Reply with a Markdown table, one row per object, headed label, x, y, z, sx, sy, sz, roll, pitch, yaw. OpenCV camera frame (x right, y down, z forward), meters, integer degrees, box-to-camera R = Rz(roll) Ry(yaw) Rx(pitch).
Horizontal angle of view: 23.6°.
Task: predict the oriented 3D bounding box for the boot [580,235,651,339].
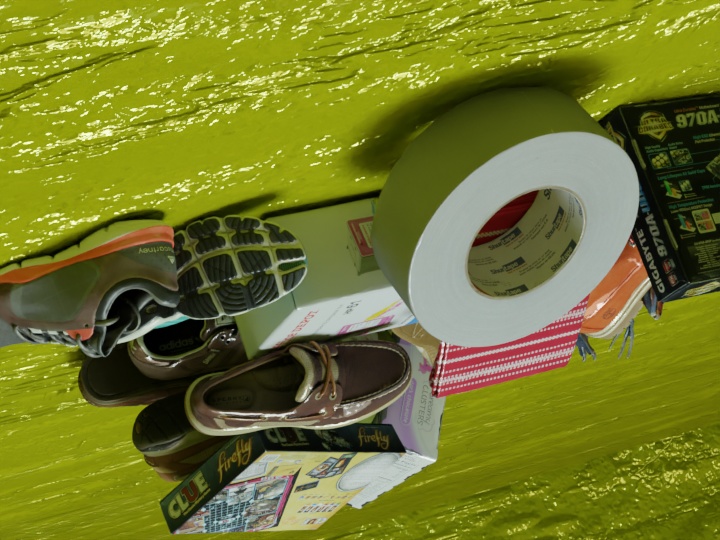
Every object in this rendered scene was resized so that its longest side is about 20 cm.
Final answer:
| label | x | y | z | sx | sy | sz | roll | pitch | yaw |
| --- | --- | --- | --- | --- | --- | --- | --- | --- | --- |
| boot | 0.235 | -0.024 | 1.582 | 0.107 | 0.075 | 0.200 | 10 | 118 | -41 |

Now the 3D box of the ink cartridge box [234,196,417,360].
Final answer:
| label | x | y | z | sx | sy | sz | roll | pitch | yaw |
| --- | --- | --- | --- | --- | --- | --- | --- | --- | --- |
| ink cartridge box | 0.000 | 0.000 | 1.453 | 0.199 | 0.085 | 0.145 | -11 | 164 | -23 |

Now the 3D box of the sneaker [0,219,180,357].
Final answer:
| label | x | y | z | sx | sy | sz | roll | pitch | yaw |
| --- | --- | --- | --- | --- | --- | --- | --- | --- | --- |
| sneaker | -0.222 | 0.032 | 1.296 | 0.199 | 0.082 | 0.077 | -25 | 164 | 22 |

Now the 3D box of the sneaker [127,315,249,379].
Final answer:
| label | x | y | z | sx | sy | sz | roll | pitch | yaw |
| --- | --- | --- | --- | --- | --- | --- | --- | --- | --- |
| sneaker | -0.110 | 0.051 | 1.534 | 0.199 | 0.071 | 0.076 | -19 | 165 | 0 |

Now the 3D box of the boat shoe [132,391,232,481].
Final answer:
| label | x | y | z | sx | sy | sz | roll | pitch | yaw |
| --- | --- | --- | --- | --- | --- | --- | --- | --- | --- |
| boat shoe | -0.105 | 0.137 | 1.567 | 0.199 | 0.076 | 0.074 | -17 | 125 | 3 |

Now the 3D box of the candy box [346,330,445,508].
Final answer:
| label | x | y | z | sx | sy | sz | roll | pitch | yaw |
| --- | --- | --- | --- | --- | --- | --- | --- | --- | --- |
| candy box | 0.022 | 0.140 | 1.813 | 0.071 | 0.168 | 0.200 | 19 | 152 | -15 |

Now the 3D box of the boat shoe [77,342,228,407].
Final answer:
| label | x | y | z | sx | sy | sz | roll | pitch | yaw |
| --- | --- | --- | --- | --- | --- | --- | --- | --- | --- |
| boat shoe | -0.165 | 0.086 | 1.614 | 0.199 | 0.072 | 0.068 | -5 | 167 | -12 |

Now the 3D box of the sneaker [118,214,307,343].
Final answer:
| label | x | y | z | sx | sy | sz | roll | pitch | yaw |
| --- | --- | --- | --- | --- | --- | --- | --- | --- | --- |
| sneaker | -0.132 | 0.005 | 1.360 | 0.199 | 0.078 | 0.080 | -14 | 177 | 19 |

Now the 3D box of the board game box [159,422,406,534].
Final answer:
| label | x | y | z | sx | sy | sz | roll | pitch | yaw |
| --- | --- | --- | --- | --- | --- | --- | --- | --- | --- |
| board game box | -0.069 | 0.189 | 1.571 | 0.135 | 0.035 | 0.200 | -43 | 151 | 26 |

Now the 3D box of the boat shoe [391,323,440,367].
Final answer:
| label | x | y | z | sx | sy | sz | roll | pitch | yaw |
| --- | --- | --- | --- | --- | --- | --- | --- | --- | --- |
| boat shoe | 0.074 | 0.047 | 1.682 | 0.074 | 0.069 | 0.200 | -38 | 144 | 6 |

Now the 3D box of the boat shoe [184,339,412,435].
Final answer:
| label | x | y | z | sx | sy | sz | roll | pitch | yaw |
| --- | --- | --- | --- | --- | --- | --- | --- | --- | --- |
| boat shoe | -0.047 | 0.095 | 1.447 | 0.199 | 0.073 | 0.072 | -7 | 167 | -14 |

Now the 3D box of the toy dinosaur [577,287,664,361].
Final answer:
| label | x | y | z | sx | sy | sz | roll | pitch | yaw |
| --- | --- | --- | --- | --- | --- | --- | --- | --- | --- |
| toy dinosaur | 0.293 | 0.031 | 1.940 | 0.181 | 0.105 | 0.200 | -33 | 163 | -34 |

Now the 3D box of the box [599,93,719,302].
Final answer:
| label | x | y | z | sx | sy | sz | roll | pitch | yaw |
| --- | --- | --- | --- | --- | --- | --- | --- | --- | --- |
| box | 0.307 | -0.067 | 1.437 | 0.199 | 0.160 | 0.046 | -11 | 163 | -30 |

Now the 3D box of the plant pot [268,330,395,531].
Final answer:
| label | x | y | z | sx | sy | sz | roll | pitch | yaw |
| --- | --- | --- | --- | --- | --- | --- | --- | --- | --- |
| plant pot | -0.060 | 0.124 | 1.699 | 0.200 | 0.188 | 0.187 | -44 | 155 | 29 |

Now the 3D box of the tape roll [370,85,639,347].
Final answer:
| label | x | y | z | sx | sy | sz | roll | pitch | yaw |
| --- | --- | --- | --- | --- | --- | --- | --- | --- | --- |
| tape roll | 0.110 | -0.039 | 1.301 | 0.199 | 0.066 | 0.201 | -18 | 135 | -19 |

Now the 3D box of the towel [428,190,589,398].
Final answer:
| label | x | y | z | sx | sy | sz | roll | pitch | yaw |
| --- | --- | --- | --- | --- | --- | --- | --- | --- | --- |
| towel | 0.131 | 0.013 | 1.428 | 0.144 | 0.023 | 0.201 | -11 | 132 | -24 |
